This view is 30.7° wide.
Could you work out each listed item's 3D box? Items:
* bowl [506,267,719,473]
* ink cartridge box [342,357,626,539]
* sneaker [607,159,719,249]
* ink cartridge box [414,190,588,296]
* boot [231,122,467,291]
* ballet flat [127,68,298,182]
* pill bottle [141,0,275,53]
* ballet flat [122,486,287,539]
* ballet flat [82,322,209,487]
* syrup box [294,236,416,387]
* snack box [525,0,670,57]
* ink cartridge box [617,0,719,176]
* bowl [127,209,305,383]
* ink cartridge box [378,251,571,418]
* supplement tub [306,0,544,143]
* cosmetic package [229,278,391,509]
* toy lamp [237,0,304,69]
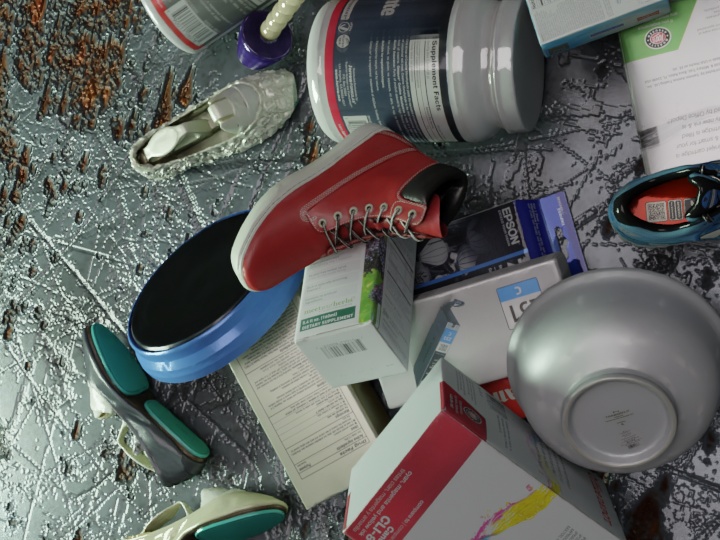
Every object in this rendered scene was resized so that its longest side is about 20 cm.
[{"bbox_3d":[0.222,0.105,1.130,0.200,0.091,0.202,5,121,8],"label":"bowl"},{"bbox_3d":[0.107,0.208,1.156,0.200,0.145,0.145,36,102,-6],"label":"ink cartridge box"},{"bbox_3d":[0.298,-0.055,1.070,0.199,0.090,0.079,-12,85,20],"label":"sneaker"},{"bbox_3d":[0.112,-0.003,1.258,0.199,0.039,0.100,-20,80,19],"label":"ink cartridge box"},{"bbox_3d":[-0.007,-0.037,1.136,0.200,0.073,0.144,-41,45,-14],"label":"boot"},{"bbox_3d":[-0.155,-0.147,1.355,0.199,0.072,0.072,-27,78,17],"label":"ballet flat"},{"bbox_3d":[-0.121,-0.318,1.324,0.199,0.114,0.114,-30,77,17],"label":"pill bottle"},{"bbox_3d":[-0.164,0.258,1.342,0.199,0.069,0.070,-29,77,18],"label":"ballet flat"},{"bbox_3d":[-0.241,0.147,1.373,0.073,0.073,0.200,-46,75,13],"label":"ballet flat"},{"bbox_3d":[0.000,0.000,1.207,0.078,0.082,0.201,-14,47,22],"label":"syrup box"},{"bbox_3d":[0.187,-0.301,1.159,0.116,0.037,0.201,-18,75,13],"label":"snack box"},{"bbox_3d":[0.319,-0.139,1.158,0.145,0.084,0.201,-11,85,21],"label":"ink cartridge box"},{"bbox_3d":[-0.144,0.020,1.278,0.200,0.201,0.039,-28,122,20],"label":"bowl"},{"bbox_3d":[0.120,0.095,1.222,0.199,0.045,0.177,-18,95,20],"label":"ink cartridge box"},{"bbox_3d":[0.062,-0.190,1.231,0.199,0.140,0.141,1,88,21],"label":"supplement tub"},{"bbox_3d":[-0.049,0.118,1.282,0.105,0.071,0.201,-29,85,15],"label":"cosmetic package"},{"bbox_3d":[-0.074,-0.251,1.267,0.058,0.200,0.059,7,70,-20],"label":"toy lamp"}]
